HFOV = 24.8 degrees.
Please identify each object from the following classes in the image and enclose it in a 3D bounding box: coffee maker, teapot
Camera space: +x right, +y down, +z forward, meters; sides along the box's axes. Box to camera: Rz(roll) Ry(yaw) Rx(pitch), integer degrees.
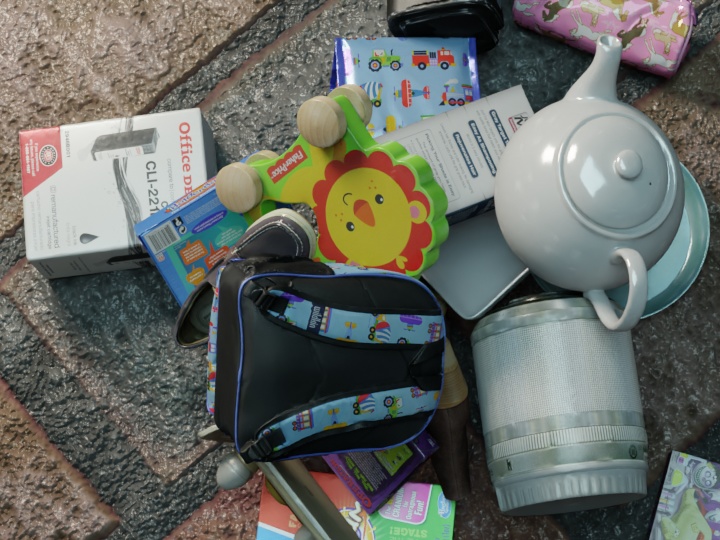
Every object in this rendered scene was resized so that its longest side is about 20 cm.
[{"bbox_3d":[0.075,-0.344,1.717,0.134,0.191,0.202,-18,66,37],"label":"coffee maker"},{"bbox_3d":[0.226,-0.076,1.528,0.200,0.146,0.198,43,73,-3],"label":"teapot"}]

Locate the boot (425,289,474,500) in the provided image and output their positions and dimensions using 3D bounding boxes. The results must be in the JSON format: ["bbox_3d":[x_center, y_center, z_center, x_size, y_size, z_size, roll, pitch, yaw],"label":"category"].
[{"bbox_3d":[0.067,0.121,1.651,0.072,0.200,0.168,-10,111,-5],"label":"boot"}]

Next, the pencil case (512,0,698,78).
[{"bbox_3d":[0.258,-0.275,1.744,0.198,0.083,0.087,20,79,9],"label":"pencil case"}]

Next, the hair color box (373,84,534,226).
[{"bbox_3d":[0.085,-0.099,1.612,0.198,0.061,0.101,-21,78,-15],"label":"hair color box"}]

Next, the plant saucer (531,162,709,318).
[{"bbox_3d":[0.264,-0.042,1.714,0.198,0.027,0.202,-1,75,4],"label":"plant saucer"}]

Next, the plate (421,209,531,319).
[{"bbox_3d":[0.139,-0.052,1.682,0.199,0.032,0.200,-40,42,-5],"label":"plate"}]

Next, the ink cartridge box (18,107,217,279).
[{"bbox_3d":[-0.251,-0.081,1.731,0.198,0.084,0.146,-7,76,1],"label":"ink cartridge box"}]

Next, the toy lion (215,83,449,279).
[{"bbox_3d":[-0.017,-0.059,1.539,0.199,0.069,0.193,-33,88,36],"label":"toy lion"}]

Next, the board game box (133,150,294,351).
[{"bbox_3d":[-0.117,0.003,1.669,0.151,0.045,0.201,-30,110,-5],"label":"board game box"}]

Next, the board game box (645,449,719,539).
[{"bbox_3d":[0.340,0.292,1.626,0.119,0.032,0.202,16,77,4],"label":"board game box"}]

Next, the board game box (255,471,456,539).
[{"bbox_3d":[-0.007,0.285,1.645,0.198,0.040,0.155,4,76,5],"label":"board game box"}]

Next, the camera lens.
[{"bbox_3d":[0.196,0.130,1.607,0.158,0.160,0.202,-7,76,2],"label":"camera lens"}]

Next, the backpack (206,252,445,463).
[{"bbox_3d":[-0.029,0.075,1.482,0.198,0.134,0.185,-2,100,-19],"label":"backpack"}]

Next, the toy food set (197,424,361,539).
[{"bbox_3d":[-0.071,0.230,1.568,0.060,0.143,0.200,-40,77,3],"label":"toy food set"}]

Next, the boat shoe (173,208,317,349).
[{"bbox_3d":[-0.113,0.016,1.563,0.072,0.200,0.065,45,40,-6],"label":"boat shoe"}]

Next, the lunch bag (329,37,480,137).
[{"bbox_3d":[0.050,-0.135,1.684,0.149,0.094,0.202,-1,61,-6],"label":"lunch bag"}]

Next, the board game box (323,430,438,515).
[{"bbox_3d":[-0.020,0.129,1.599,0.200,0.120,0.032,51,41,11],"label":"board game box"}]
